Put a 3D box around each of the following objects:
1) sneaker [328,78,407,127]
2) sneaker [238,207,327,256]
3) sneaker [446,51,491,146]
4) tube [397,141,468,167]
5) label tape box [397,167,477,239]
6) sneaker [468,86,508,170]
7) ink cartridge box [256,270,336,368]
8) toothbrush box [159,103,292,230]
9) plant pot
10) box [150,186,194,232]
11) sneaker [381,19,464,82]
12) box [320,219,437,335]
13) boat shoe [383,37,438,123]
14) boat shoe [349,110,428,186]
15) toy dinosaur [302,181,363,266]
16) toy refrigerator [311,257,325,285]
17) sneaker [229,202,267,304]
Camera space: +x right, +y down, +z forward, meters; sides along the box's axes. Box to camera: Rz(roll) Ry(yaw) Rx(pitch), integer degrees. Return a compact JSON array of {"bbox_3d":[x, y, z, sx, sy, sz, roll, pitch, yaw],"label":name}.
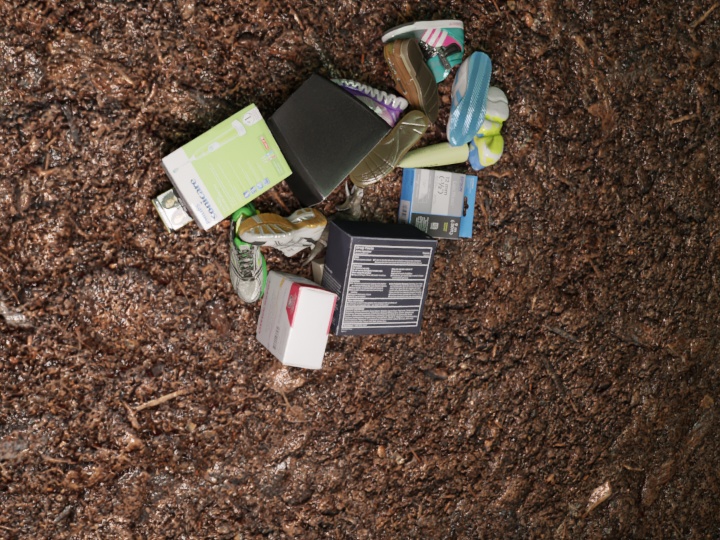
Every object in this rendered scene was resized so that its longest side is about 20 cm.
[{"bbox_3d":[0.003,-0.339,1.417,0.196,0.080,0.091,13,102,-25],"label":"sneaker"},{"bbox_3d":[-0.152,-0.061,1.330,0.197,0.076,0.089,-10,136,-40],"label":"sneaker"},{"bbox_3d":[0.233,-0.370,1.501,0.075,0.081,0.205,17,88,-16],"label":"sneaker"},{"bbox_3d":[0.145,-0.249,1.498,0.196,0.058,0.053,-14,70,-26],"label":"tube"},{"bbox_3d":[0.186,-0.148,1.531,0.195,0.066,0.148,3,98,-22],"label":"label tape box"},{"bbox_3d":[0.277,-0.316,1.545,0.074,0.105,0.204,21,61,-15],"label":"sneaker"},{"bbox_3d":[-0.131,0.092,1.352,0.084,0.199,0.152,11,95,-24],"label":"ink cartridge box"},{"bbox_3d":[-0.250,-0.192,1.271,0.198,0.086,0.148,-36,106,-15],"label":"toothbrush box"},{"bbox_3d":[-0.085,-0.263,1.335,0.200,0.199,0.178,-45,102,-10],"label":"plant pot"},{"bbox_3d":[-0.303,-0.154,1.327,0.197,0.050,0.077,-31,107,-16],"label":"box"},{"bbox_3d":[0.141,-0.459,1.454,0.195,0.083,0.124,-12,94,-22],"label":"sneaker"},{"bbox_3d":[0.031,0.012,1.381,0.195,0.123,0.204,1,110,-27],"label":"box"},{"bbox_3d":[0.109,-0.398,1.435,0.073,0.067,0.202,-59,139,-32],"label":"boat shoe"},{"bbox_3d":[0.061,-0.248,1.422,0.201,0.066,0.072,-44,88,3],"label":"boat shoe"},{"bbox_3d":[-0.051,-0.081,1.440,0.200,0.103,0.077,-43,157,1],"label":"toy dinosaur"},{"bbox_3d":[0.000,0.000,1.473,0.195,0.070,0.078,-12,104,-20],"label":"toy refrigerator"},{"bbox_3d":[-0.231,-0.033,1.352,0.076,0.085,0.206,-5,100,0],"label":"sneaker"}]
